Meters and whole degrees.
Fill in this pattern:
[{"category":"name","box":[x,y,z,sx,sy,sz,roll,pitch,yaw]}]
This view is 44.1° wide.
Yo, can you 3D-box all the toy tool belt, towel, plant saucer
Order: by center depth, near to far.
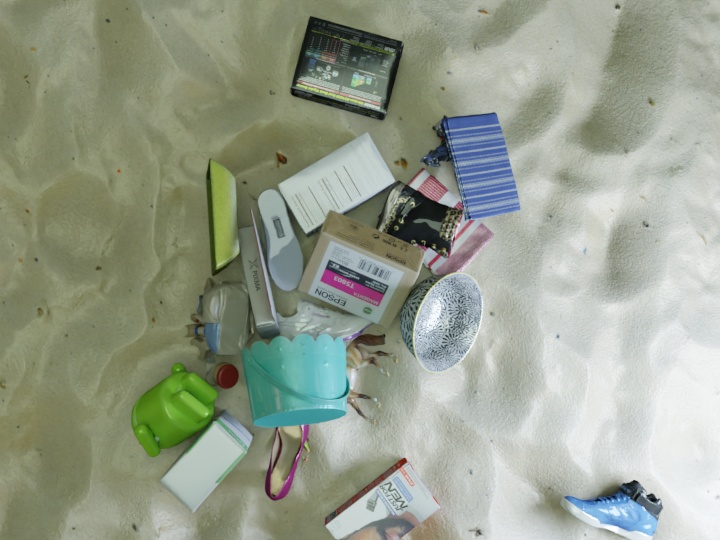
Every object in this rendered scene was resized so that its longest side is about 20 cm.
[{"category":"plant saucer","box":[-0.259,-0.096,1.676,0.047,0.200,0.202,-3,87,-12]},{"category":"towel","box":[0.230,-0.201,1.700,0.144,0.024,0.202,-13,89,-34]},{"category":"toy tool belt","box":[-0.275,0.118,1.715,0.124,0.122,0.202,3,92,-37]},{"category":"towel","box":[0.149,-0.088,1.775,0.200,0.023,0.144,44,85,1]}]

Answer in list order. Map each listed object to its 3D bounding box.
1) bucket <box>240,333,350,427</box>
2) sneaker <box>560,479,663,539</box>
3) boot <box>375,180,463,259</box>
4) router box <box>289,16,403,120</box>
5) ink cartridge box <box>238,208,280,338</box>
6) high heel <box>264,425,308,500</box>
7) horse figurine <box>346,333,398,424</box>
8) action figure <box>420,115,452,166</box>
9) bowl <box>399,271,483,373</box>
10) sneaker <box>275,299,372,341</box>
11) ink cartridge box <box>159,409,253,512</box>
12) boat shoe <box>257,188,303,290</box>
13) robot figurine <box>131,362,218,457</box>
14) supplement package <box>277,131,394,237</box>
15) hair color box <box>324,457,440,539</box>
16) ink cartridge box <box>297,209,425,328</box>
[{"category":"bucket","box":[-0.117,0.207,1.642,0.205,0.207,0.136,-7,72,-2]},{"category":"sneaker","box":[0.492,0.447,1.726,0.198,0.077,0.112,23,92,-5]},{"category":"boot","box":[0.103,-0.057,1.721,0.149,0.073,0.202,20,100,9]},{"category":"router box","box":[-0.026,-0.399,1.766,0.198,0.062,0.151,15,85,-1]},{"category":"ink cartridge box","box":[-0.195,0.009,1.658,0.043,0.174,0.202,-13,72,-3]},{"category":"high heel","box":[-0.138,0.337,1.701,0.067,0.096,0.202,8,86,-1]},{"category":"horse figurine","box":[-0.008,0.206,1.732,0.132,0.050,0.202,20,94,16]},{"category":"action figure","box":[0.192,-0.210,1.746,0.199,0.105,0.195,-23,82,-28]},{"category":"bowl","box":[0.138,0.088,1.712,0.200,0.094,0.203,-17,116,-39]},{"category":"sneaker","box":[-0.073,0.098,1.728,0.198,0.075,0.101,-13,88,-3]},{"category":"ink cartridge box","box":[-0.280,0.346,1.645,0.087,0.200,0.145,43,85,-3]},{"category":"boat shoe","box":[-0.160,-0.061,1.739,0.070,0.070,0.202,-16,98,-7]},{"category":"robot figurine","box":[-0.350,0.262,1.653,0.115,0.200,0.176,40,44,-19]},{"category":"supplement package","box":[-0.048,-0.164,1.725,0.199,0.114,0.110,-31,89,-3]},{"category":"hair color box","box":[0.041,0.469,1.718,0.199,0.064,0.111,-37,89,-3]},{"category":"ink cartridge box","box":[0.000,0.000,1.677,0.199,0.165,0.075,23,41,-2]}]
